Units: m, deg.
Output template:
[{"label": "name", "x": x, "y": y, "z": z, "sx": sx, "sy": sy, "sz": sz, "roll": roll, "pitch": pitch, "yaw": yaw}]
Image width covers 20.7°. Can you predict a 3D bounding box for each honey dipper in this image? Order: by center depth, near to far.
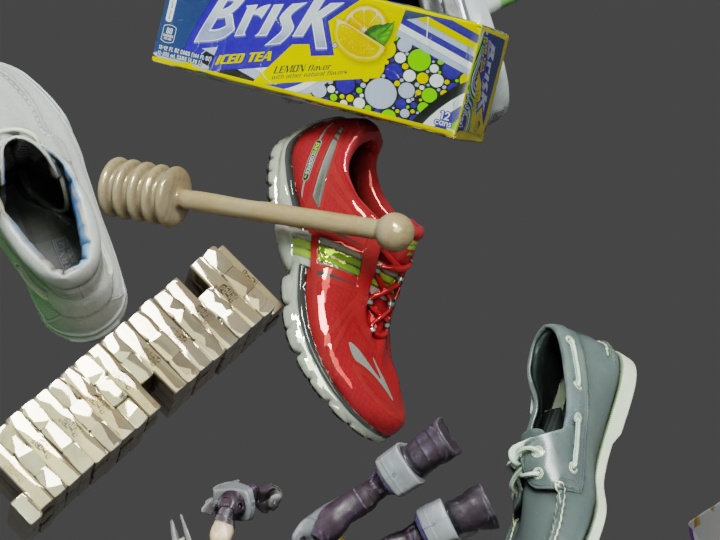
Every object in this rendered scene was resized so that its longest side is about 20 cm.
[{"label": "honey dipper", "x": -0.061, "y": -0.034, "z": 1.147, "sx": 0.200, "sy": 0.038, "sz": 0.038, "roll": 11, "pitch": 66, "yaw": 26}]

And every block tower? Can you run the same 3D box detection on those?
[{"label": "block tower", "x": -0.135, "y": 0.067, "z": 1.139, "sx": 0.058, "sy": 0.054, "sz": 0.200, "roll": 44, "pitch": 69, "yaw": 7}]

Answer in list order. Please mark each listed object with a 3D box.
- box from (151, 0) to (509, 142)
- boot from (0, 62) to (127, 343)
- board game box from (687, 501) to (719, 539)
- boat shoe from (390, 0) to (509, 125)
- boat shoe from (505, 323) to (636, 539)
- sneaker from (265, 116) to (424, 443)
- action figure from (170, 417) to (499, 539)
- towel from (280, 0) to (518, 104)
[{"label": "box", "x": -0.019, "y": -0.133, "z": 1.179, "sx": 0.200, "sy": 0.064, "sz": 0.070, "roll": 16, "pitch": 95, "yaw": 18}, {"label": "boot", "x": -0.190, "y": -0.059, "z": 1.136, "sx": 0.073, "sy": 0.096, "sz": 0.200, "roll": -26, "pitch": 66, "yaw": -12}, {"label": "board game box", "x": 0.312, "y": 0.173, "z": 1.160, "sx": 0.200, "sy": 0.105, "sz": 0.103, "roll": -6, "pitch": 72, "yaw": -13}, {"label": "boat shoe", "x": 0.031, "y": -0.180, "z": 1.228, "sx": 0.066, "sy": 0.070, "sz": 0.200, "roll": -14, "pitch": 83, "yaw": -19}, {"label": "boat shoe", "x": 0.105, "y": 0.115, "z": 1.141, "sx": 0.062, "sy": 0.073, "sz": 0.200, "roll": 37, "pitch": 50, "yaw": -18}, {"label": "sneaker", "x": 0.000, "y": 0.000, "z": 1.160, "sx": 0.085, "sy": 0.077, "sz": 0.200, "roll": -20, "pitch": 73, "yaw": 22}, {"label": "action figure", "x": -0.022, "y": 0.164, "z": 1.119, "sx": 0.200, "sy": 0.069, "sz": 0.130, "roll": -28, "pitch": 87, "yaw": -2}, {"label": "towel", "x": 0.004, "y": -0.204, "z": 1.278, "sx": 0.200, "sy": 0.031, "sz": 0.149, "roll": -26, "pitch": 80, "yaw": -20}]
